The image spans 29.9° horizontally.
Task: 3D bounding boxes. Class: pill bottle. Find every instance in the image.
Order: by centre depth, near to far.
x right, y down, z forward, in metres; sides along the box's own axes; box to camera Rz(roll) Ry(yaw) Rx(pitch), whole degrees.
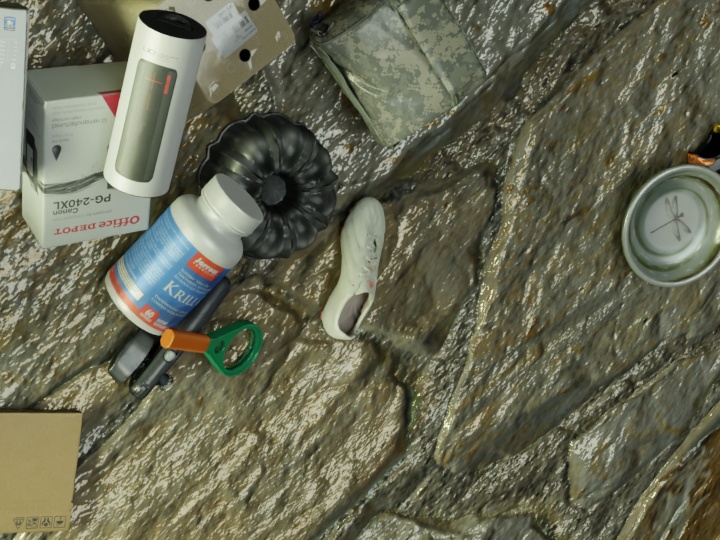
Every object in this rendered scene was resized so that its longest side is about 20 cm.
[{"bbox_3d":[-0.218,-0.024,1.692,0.112,0.113,0.200,37,107,-30],"label":"pill bottle"}]

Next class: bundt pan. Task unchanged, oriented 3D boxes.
[{"bbox_3d":[-0.114,-0.105,1.784,0.199,0.076,0.205,-8,107,-27],"label":"bundt pan"}]

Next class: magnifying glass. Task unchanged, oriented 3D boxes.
[{"bbox_3d":[-0.194,0.098,1.772,0.199,0.022,0.080,14,104,-61],"label":"magnifying glass"}]

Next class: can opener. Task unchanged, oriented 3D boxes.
[{"bbox_3d":[-0.241,0.084,1.770,0.200,0.063,0.079,-47,119,-10],"label":"can opener"}]

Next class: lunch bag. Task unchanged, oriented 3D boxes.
[{"bbox_3d":[0.042,-0.284,1.785,0.167,0.139,0.201,-42,118,-13],"label":"lunch bag"}]

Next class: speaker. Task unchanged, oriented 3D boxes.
[{"bbox_3d":[-0.233,-0.190,1.524,0.080,0.081,0.202,3,121,-29],"label":"speaker"}]

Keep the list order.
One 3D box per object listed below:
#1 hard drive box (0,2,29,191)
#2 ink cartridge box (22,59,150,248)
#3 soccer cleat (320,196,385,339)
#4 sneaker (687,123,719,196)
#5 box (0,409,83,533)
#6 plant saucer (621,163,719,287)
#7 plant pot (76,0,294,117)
[{"bbox_3d":[-0.425,-0.204,1.538,0.076,0.156,0.203,1,102,-18],"label":"hard drive box"},{"bbox_3d":[-0.325,-0.139,1.614,0.143,0.083,0.202,-12,129,-29],"label":"ink cartridge box"},{"bbox_3d":[0.000,0.000,1.871,0.068,0.077,0.203,13,96,-30],"label":"soccer cleat"},{"bbox_3d":[0.604,-0.208,2.149,0.199,0.070,0.091,-39,121,-12],"label":"sneaker"},{"bbox_3d":[-0.460,0.256,1.719,0.197,0.021,0.166,4,101,-29],"label":"box"},{"bbox_3d":[0.494,-0.075,2.123,0.197,0.050,0.203,-6,111,-15],"label":"plant saucer"},{"bbox_3d":[-0.193,-0.305,1.631,0.199,0.177,0.201,-39,117,-14],"label":"plant pot"}]
